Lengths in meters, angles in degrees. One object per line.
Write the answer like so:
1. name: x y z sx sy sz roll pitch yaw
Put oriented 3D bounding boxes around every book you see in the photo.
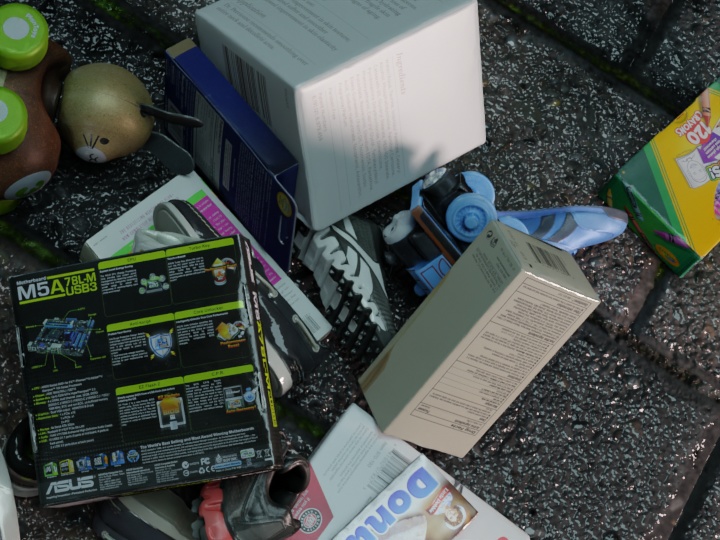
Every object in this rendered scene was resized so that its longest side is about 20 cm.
1. book: -0.138 0.019 1.631 0.134 0.048 0.200 -39 85 -25

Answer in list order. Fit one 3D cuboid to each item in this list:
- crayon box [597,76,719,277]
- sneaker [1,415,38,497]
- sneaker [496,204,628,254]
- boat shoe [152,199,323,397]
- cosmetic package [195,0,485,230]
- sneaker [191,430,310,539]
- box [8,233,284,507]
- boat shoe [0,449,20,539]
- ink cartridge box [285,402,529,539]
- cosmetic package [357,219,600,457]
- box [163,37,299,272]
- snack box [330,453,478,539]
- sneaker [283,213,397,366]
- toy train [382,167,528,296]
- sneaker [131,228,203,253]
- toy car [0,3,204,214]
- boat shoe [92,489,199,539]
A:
1. crayon box: 0.347 -0.101 1.792 0.119 0.058 0.200 46 66 6
2. sneaker: -0.220 0.128 1.533 0.200 0.087 0.074 -26 82 -13
3. sneaker: 0.162 -0.020 1.716 0.200 0.066 0.079 -5 83 -16
4. boat shoe: -0.107 0.015 1.583 0.060 0.074 0.200 -35 87 -28
5. cosmetic package: -0.015 -0.175 1.638 0.200 0.166 0.167 -29 45 -22
6. sneaker: -0.090 0.151 1.513 0.098 0.071 0.201 -16 51 12
7. box: -0.174 0.082 1.458 0.200 0.048 0.193 -11 80 8
8. boat shoe: -0.331 0.230 1.483 0.093 0.075 0.200 -7 71 -23
9. ink cartridge box: 0.025 0.237 1.566 0.200 0.083 0.145 37 66 1
10. cosmetic package: 0.101 0.062 1.558 0.105 0.200 0.071 22 28 -37
11. box: -0.109 -0.101 1.619 0.032 0.121 0.200 -30 67 -23
12. snack box: 0.005 0.245 1.500 0.200 0.024 0.072 -42 83 -21
13. sneaker: 0.000 0.000 1.649 0.090 0.066 0.200 -16 60 -31
14. toy train: 0.105 0.001 1.632 0.114 0.087 0.200 -36 107 15
15. sneaker: -0.191 0.020 1.546 0.200 0.074 0.116 -5 102 21
16. toy car: -0.241 -0.124 1.588 0.200 0.164 0.158 12 67 -7
17. boat shoe: -0.144 0.255 1.543 0.200 0.073 0.063 41 108 -2
